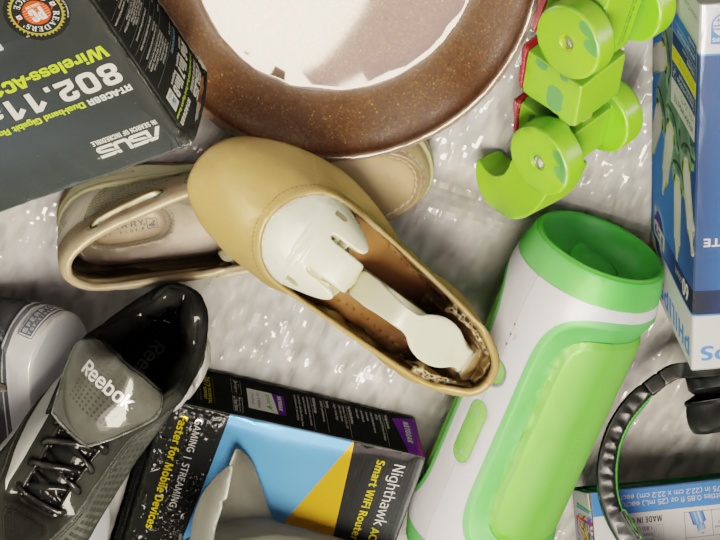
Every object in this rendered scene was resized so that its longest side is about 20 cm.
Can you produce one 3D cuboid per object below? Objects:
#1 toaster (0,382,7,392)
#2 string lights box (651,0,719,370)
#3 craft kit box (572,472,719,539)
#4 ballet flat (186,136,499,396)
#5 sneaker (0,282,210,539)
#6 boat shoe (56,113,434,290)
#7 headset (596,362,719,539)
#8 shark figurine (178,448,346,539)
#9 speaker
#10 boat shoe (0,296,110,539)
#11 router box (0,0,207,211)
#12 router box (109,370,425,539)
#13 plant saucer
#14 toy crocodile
[{"bbox_3d":[-0.306,0.058,1.201,0.199,0.119,0.181,27,113,-18],"label":"toaster"},{"bbox_3d":[0.185,-0.063,1.196,0.058,0.103,0.201,-5,118,-4],"label":"string lights box"},{"bbox_3d":[0.224,0.210,1.322,0.198,0.049,0.199,-4,88,-10],"label":"craft kit box"},{"bbox_3d":[0.000,0.000,1.175,0.200,0.063,0.069,35,94,-33],"label":"ballet flat"},{"bbox_3d":[-0.137,0.079,1.177,0.066,0.200,0.091,35,152,4],"label":"sneaker"},{"bbox_3d":[-0.058,-0.028,1.211,0.198,0.065,0.073,-10,119,0],"label":"boat shoe"},{"bbox_3d":[0.221,0.091,1.282,0.199,0.094,0.124,-31,86,2],"label":"headset"},{"bbox_3d":[-0.063,0.135,1.221,0.127,0.214,0.090,-3,79,24],"label":"shark figurine"},{"bbox_3d":[0.092,0.071,1.270,0.088,0.089,0.201,15,115,-14],"label":"speaker"},{"bbox_3d":[-0.183,0.107,1.272,0.067,0.072,0.201,14,122,28],"label":"boat shoe"},{"bbox_3d":[-0.194,-0.101,1.121,0.199,0.062,0.150,-17,131,21],"label":"router box"},{"bbox_3d":[-0.065,0.160,1.318,0.148,0.051,0.201,13,115,-12],"label":"router box"},{"bbox_3d":[-0.011,-0.152,1.162,0.199,0.037,0.202,-3,116,-6],"label":"plant saucer"},{"bbox_3d":[0.105,-0.103,1.168,0.067,0.062,0.201,-35,152,-35],"label":"toy crocodile"}]
